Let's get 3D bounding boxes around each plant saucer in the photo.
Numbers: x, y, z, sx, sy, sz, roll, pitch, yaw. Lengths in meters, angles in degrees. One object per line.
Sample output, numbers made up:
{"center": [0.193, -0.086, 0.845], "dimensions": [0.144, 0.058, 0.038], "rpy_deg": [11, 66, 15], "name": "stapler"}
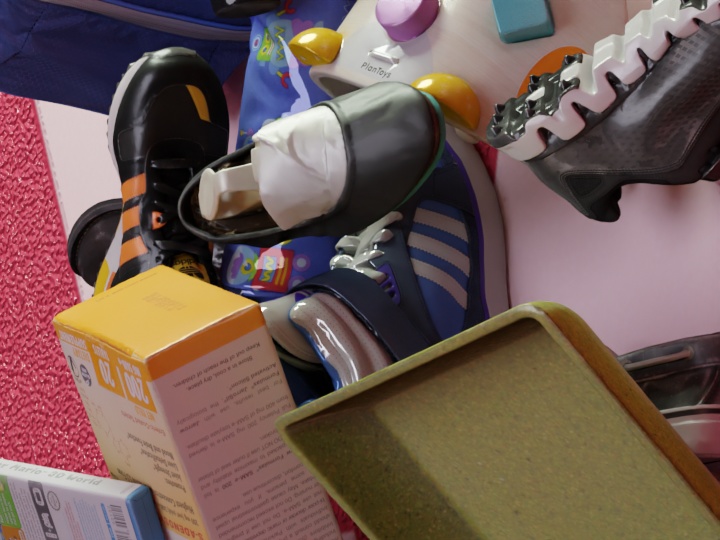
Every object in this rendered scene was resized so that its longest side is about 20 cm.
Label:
{"center": [0.089, 0.104, 1.323], "dimensions": [0.200, 0.048, 0.200], "rpy_deg": [50, 139, -12], "name": "plant saucer"}

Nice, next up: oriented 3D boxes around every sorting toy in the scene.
{"center": [0.068, -0.157, 1.443], "dimensions": [0.200, 0.107, 0.180], "rpy_deg": [23, 85, 46], "name": "sorting toy"}

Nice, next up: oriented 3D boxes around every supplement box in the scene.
{"center": [-0.077, 0.109, 1.458], "dimensions": [0.126, 0.073, 0.200], "rpy_deg": [18, 131, 61], "name": "supplement box"}

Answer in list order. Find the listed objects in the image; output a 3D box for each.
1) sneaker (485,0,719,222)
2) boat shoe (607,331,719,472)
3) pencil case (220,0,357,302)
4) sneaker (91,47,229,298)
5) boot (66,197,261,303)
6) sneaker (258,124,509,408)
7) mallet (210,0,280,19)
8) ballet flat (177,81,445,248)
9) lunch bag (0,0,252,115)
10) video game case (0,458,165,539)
{"center": [0.162, -0.091, 1.328], "dimensions": [0.200, 0.091, 0.066], "rpy_deg": [-34, 18, 22], "name": "sneaker"}
{"center": [0.119, 0.071, 1.379], "dimensions": [0.200, 0.072, 0.071], "rpy_deg": [-11, 70, 42], "name": "boat shoe"}
{"center": [-0.036, -0.073, 1.586], "dimensions": [0.087, 0.078, 0.200], "rpy_deg": [3, 88, 32], "name": "pencil case"}
{"center": [-0.103, -0.025, 1.570], "dimensions": [0.090, 0.070, 0.200], "rpy_deg": [-125, 39, -51], "name": "sneaker"}
{"center": [-0.108, 0.036, 1.687], "dimensions": [0.200, 0.069, 0.174], "rpy_deg": [-25, 66, 48], "name": "boot"}
{"center": [0.000, 0.000, 1.472], "dimensions": [0.081, 0.146, 0.200], "rpy_deg": [-35, 60, 47], "name": "sneaker"}
{"center": [-0.019, -0.176, 1.480], "dimensions": [0.200, 0.041, 0.066], "rpy_deg": [-4, 92, 51], "name": "mallet"}
{"center": [-0.033, -0.045, 1.412], "dimensions": [0.200, 0.068, 0.068], "rpy_deg": [-26, 73, 58], "name": "ballet flat"}
{"center": [-0.154, -0.185, 1.659], "dimensions": [0.132, 0.200, 0.136], "rpy_deg": [-54, 41, 33], "name": "lunch bag"}
{"center": [-0.173, 0.168, 1.515], "dimensions": [0.200, 0.018, 0.143], "rpy_deg": [6, 121, 40], "name": "video game case"}
